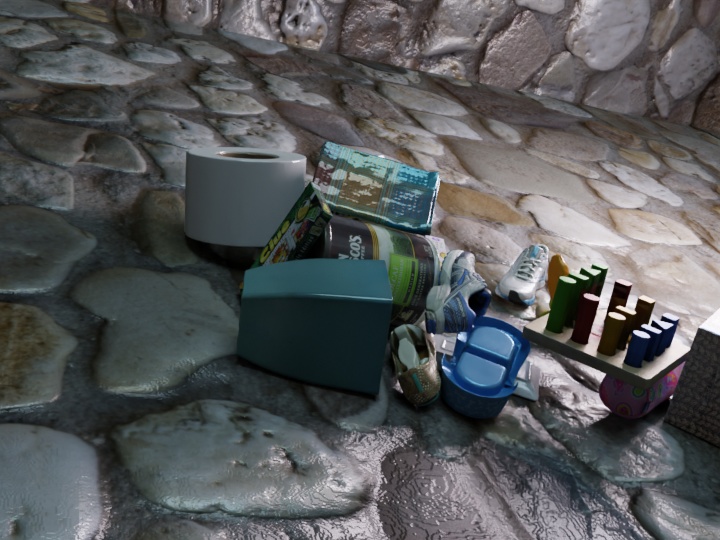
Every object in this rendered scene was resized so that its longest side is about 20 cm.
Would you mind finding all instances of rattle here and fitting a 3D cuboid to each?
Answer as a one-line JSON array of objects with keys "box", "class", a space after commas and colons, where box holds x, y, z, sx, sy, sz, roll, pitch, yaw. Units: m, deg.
[{"box": [0.403, 0.055, 1.802, 0.197, 0.145, 0.130, 8, 3, -1], "class": "rattle"}]

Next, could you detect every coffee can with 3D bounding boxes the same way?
[{"box": [0.000, 0.000, 1.611, 0.198, 0.148, 0.147, 12, 20, -27], "class": "coffee can"}]

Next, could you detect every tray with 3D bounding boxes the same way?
[{"box": [0.176, 0.136, 1.601, 0.197, 0.022, 0.108, 17, 22, 5], "class": "tray"}]

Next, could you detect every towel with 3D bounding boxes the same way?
[{"box": [0.024, -0.129, 1.654, 0.197, 0.022, 0.148, 16, 45, -2], "class": "towel"}]

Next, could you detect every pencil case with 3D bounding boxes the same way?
[{"box": [0.438, 0.163, 1.625, 0.087, 0.089, 0.199, 27, 23, 29], "class": "pencil case"}]

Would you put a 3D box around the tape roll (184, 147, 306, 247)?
[{"box": [-0.191, -0.125, 1.773, 0.199, 0.141, 0.203, 3, 12, -1], "class": "tape roll"}]

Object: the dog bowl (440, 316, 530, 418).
[{"box": [0.174, 0.138, 1.516, 0.110, 0.050, 0.200, 20, 31, 10], "class": "dog bowl"}]

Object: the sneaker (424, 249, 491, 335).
[{"box": [0.154, 0.037, 1.573, 0.084, 0.078, 0.201, 6, 32, 15], "class": "sneaker"}]

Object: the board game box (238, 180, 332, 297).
[{"box": [-0.112, -0.027, 1.558, 0.023, 0.201, 0.105, 29, 17, -24], "class": "board game box"}]

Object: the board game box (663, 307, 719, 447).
[{"box": [0.562, 0.152, 1.633, 0.096, 0.162, 0.199, 24, 23, 26], "class": "board game box"}]

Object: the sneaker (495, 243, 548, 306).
[{"box": [0.300, -0.001, 1.932, 0.074, 0.088, 0.200, 21, 23, 12], "class": "sneaker"}]

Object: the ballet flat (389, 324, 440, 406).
[{"box": [0.073, 0.114, 1.506, 0.070, 0.066, 0.200, -26, 24, 3], "class": "ballet flat"}]

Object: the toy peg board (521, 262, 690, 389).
[{"box": [0.375, 0.070, 1.570, 0.197, 0.099, 0.199, 23, 22, 29], "class": "toy peg board"}]

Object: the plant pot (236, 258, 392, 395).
[{"box": [-0.067, 0.065, 1.457, 0.197, 0.143, 0.142, 6, 22, -6], "class": "plant pot"}]

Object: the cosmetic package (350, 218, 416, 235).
[{"box": [0.032, -0.055, 1.830, 0.104, 0.072, 0.200, 15, 5, -4], "class": "cosmetic package"}]

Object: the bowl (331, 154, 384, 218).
[{"box": [-0.001, -0.141, 1.761, 0.197, 0.096, 0.201, -4, 6, 0], "class": "bowl"}]

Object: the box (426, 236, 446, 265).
[{"box": [0.132, -0.009, 1.900, 0.041, 0.039, 0.200, 15, 21, -4], "class": "box"}]

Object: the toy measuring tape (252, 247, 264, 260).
[{"box": [-0.075, -0.002, 1.708, 0.197, 0.075, 0.074, 11, 22, -8], "class": "toy measuring tape"}]
